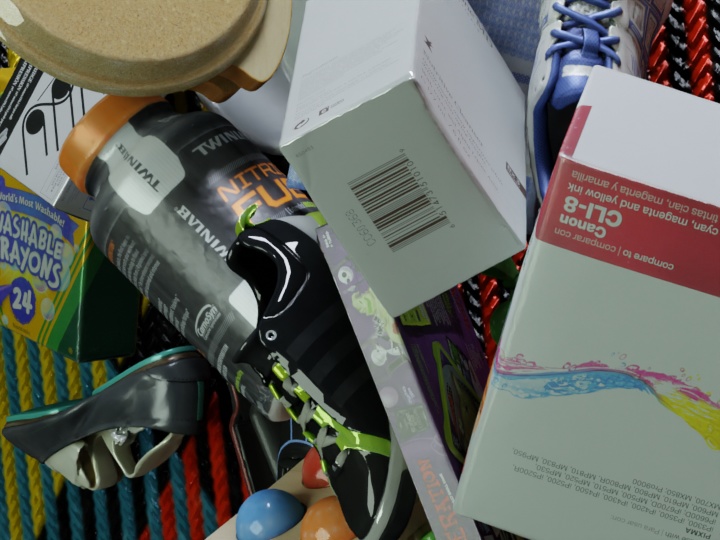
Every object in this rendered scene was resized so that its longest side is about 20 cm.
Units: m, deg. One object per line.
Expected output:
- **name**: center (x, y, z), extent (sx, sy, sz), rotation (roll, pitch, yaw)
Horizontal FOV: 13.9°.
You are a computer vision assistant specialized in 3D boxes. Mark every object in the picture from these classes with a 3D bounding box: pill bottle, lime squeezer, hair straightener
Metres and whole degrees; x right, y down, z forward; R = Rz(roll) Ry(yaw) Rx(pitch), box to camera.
- **pill bottle**: center (-0.081, -0.017, 1.674), extent (0.200, 0.106, 0.106), rotation (44, 128, 13)
- **lime squeezer**: center (0.068, 0.025, 1.632), extent (0.038, 0.071, 0.200), rotation (-17, 112, 53)
- **hair straightener**: center (-0.050, 0.064, 1.800), extent (0.077, 0.041, 0.200), rotation (-28, 70, 47)

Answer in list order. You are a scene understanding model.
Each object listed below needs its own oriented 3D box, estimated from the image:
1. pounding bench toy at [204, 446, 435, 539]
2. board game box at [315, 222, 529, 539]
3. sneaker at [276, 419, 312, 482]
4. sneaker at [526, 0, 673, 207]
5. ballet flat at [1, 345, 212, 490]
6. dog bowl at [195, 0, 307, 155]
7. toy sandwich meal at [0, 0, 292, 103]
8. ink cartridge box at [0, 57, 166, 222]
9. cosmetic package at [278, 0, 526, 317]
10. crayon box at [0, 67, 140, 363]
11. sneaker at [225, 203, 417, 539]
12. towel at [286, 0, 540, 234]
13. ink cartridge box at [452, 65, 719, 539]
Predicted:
- **pounding bench toy**: center (0.035, 0.176, 1.604), extent (0.200, 0.124, 0.156), rotation (1, 121, 49)
- **board game box**: center (0.043, 0.067, 1.525), extent (0.032, 0.120, 0.200), rotation (-25, 80, 23)
- **sneaker**: center (-0.022, 0.153, 1.727), extent (0.070, 0.078, 0.200), rotation (-5, 99, 48)
- **sneaker**: center (0.123, -0.118, 1.517), extent (0.075, 0.088, 0.200), rotation (2, 107, 7)
- **ballet flat**: center (-0.164, 0.105, 1.907), extent (0.200, 0.073, 0.073), rotation (-22, 79, 46)
- **dog bowl**: center (-0.021, -0.167, 1.695), extent (0.200, 0.079, 0.200), rotation (8, 101, 48)
- **toy sandwich meal**: center (-0.136, -0.169, 1.622), extent (0.205, 0.205, 0.070), rotation (68, 151, 17)
- **ink cartridge box**: center (-0.156, -0.139, 1.830), extent (0.094, 0.044, 0.200), rotation (34, 98, 41)
- **cosmetic package**: center (0.025, -0.076, 1.493), extent (0.081, 0.200, 0.113), rotation (-27, 113, 16)
- **crayon box**: center (-0.195, -0.054, 1.931), extent (0.126, 0.052, 0.200), rotation (22, 111, 45)
- **sneaker**: center (-0.028, 0.058, 1.552), extent (0.072, 0.083, 0.200), rotation (120, 142, -54)
- **towel**: center (0.048, -0.119, 1.594), extent (0.024, 0.147, 0.200), rotation (-86, 9, -65)
- **ink cartridge box**: center (0.145, 0.030, 1.445), extent (0.144, 0.145, 0.200), rotation (17, 114, 4)
